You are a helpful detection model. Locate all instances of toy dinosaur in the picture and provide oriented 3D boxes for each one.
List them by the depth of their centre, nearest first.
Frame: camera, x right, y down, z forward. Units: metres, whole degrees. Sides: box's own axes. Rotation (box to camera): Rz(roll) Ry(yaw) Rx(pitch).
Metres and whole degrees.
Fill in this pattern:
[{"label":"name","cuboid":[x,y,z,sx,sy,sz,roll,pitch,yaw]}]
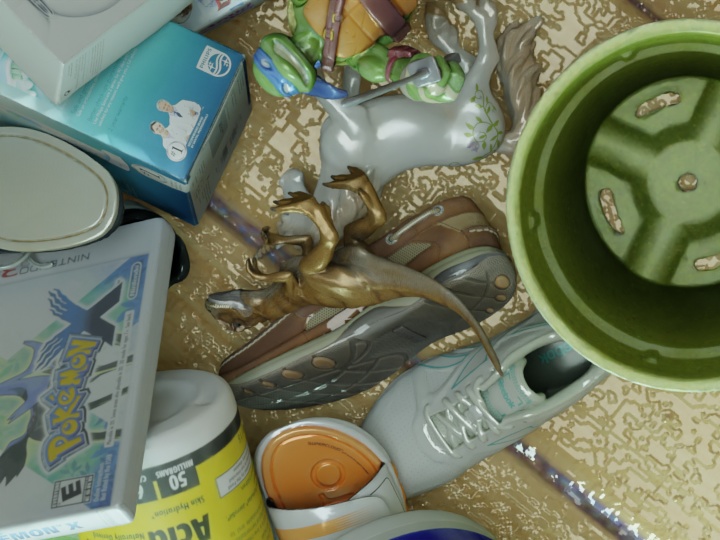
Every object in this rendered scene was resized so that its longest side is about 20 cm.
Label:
[{"label":"toy dinosaur","cuboid":[0.000,0.000,1.636,0.199,0.060,0.107,0,114,35]}]

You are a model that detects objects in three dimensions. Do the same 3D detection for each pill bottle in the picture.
[{"label":"pill bottle","cuboid":[-0.104,0.169,1.660,0.111,0.111,0.201,-12,111,7]}]

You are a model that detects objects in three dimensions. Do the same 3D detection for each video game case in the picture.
[{"label":"video game case","cuboid":[-0.200,0.070,1.624,0.181,0.022,0.201,-12,51,22]}]

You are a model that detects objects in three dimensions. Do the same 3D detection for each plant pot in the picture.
[{"label":"plant pot","cuboid":[0.188,-0.044,1.608,0.199,0.184,0.202,1,96,7]}]

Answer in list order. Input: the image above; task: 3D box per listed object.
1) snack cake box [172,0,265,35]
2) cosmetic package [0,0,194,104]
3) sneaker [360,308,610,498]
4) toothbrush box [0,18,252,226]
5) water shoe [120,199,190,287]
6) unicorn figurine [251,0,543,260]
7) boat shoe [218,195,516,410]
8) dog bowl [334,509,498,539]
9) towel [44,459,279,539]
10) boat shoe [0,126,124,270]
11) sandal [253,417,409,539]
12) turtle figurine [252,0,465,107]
[{"label":"snack cake box","cuboid":[-0.105,-0.249,1.676,0.115,0.067,0.201,-28,92,7]},{"label":"cosmetic package","cuboid":[-0.177,-0.212,1.578,0.151,0.052,0.200,-39,77,-25]},{"label":"sneaker","cuboid":[0.075,0.074,1.686,0.200,0.080,0.071,-34,93,10]},{"label":"toothbrush box","cuboid":[-0.170,-0.114,1.651,0.199,0.146,0.086,24,82,4]},{"label":"water shoe","cuboid":[-0.178,0.049,1.691,0.071,0.079,0.201,31,91,-36]},{"label":"unicorn figurine","cuboid":[0.015,-0.087,1.677,0.199,0.074,0.138,-8,91,10]},{"label":"boat shoe","cuboid":[0.001,0.021,1.699,0.199,0.076,0.072,-27,61,17]},{"label":"dog bowl","cuboid":[0.026,0.244,1.651,0.199,0.079,0.201,-18,127,-25]},{"label":"towel","cuboid":[-0.111,0.179,1.746,0.199,0.031,0.150,15,95,7]},{"label":"boat shoe","cuboid":[-0.219,-0.039,1.650,0.199,0.062,0.075,0,74,25]},{"label":"sandal","cuboid":[0.004,0.182,1.683,0.079,0.059,0.208,-22,111,6]},{"label":"turtle figurine","cuboid":[0.021,-0.171,1.542,0.194,0.200,0.144,-42,63,-7]}]
